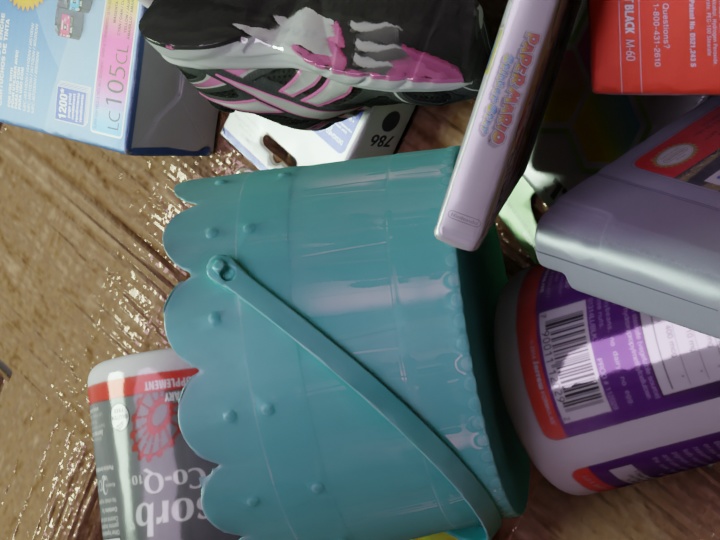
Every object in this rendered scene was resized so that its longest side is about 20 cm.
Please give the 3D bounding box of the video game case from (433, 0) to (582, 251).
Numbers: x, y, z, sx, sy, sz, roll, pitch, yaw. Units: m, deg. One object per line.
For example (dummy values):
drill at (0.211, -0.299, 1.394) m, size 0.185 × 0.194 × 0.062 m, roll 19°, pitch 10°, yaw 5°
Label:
video game case at (0.082, -0.114, 0.984) m, size 0.023 × 0.200 × 0.183 m, roll 19°, pitch 105°, yaw 6°

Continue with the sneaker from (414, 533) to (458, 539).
sneaker at (0.015, 0.147, 1.204) m, size 0.105 × 0.075 × 0.201 m, roll 28°, pitch 101°, yaw 52°

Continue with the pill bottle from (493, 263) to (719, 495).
pill bottle at (0.170, 0.027, 1.012) m, size 0.199 × 0.111 × 0.112 m, roll -18°, pitch 77°, yaw 28°

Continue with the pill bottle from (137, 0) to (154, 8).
pill bottle at (-0.090, -0.248, 1.251) m, size 0.114 × 0.114 × 0.201 m, roll -37°, pitch 49°, yaw 36°

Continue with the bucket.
bucket at (-0.001, 0.040, 1.060) m, size 0.134 × 0.207 × 0.209 m, roll -10°, pitch 81°, yaw 11°

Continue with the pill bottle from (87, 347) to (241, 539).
pill bottle at (-0.088, 0.147, 1.261) m, size 0.115 × 0.115 × 0.202 m, roll -13°, pitch 81°, yaw 42°

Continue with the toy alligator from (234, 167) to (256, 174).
toy alligator at (0.000, 0.000, 1.190) m, size 0.199 × 0.054 × 0.060 m, roll 23°, pitch 135°, yaw 24°

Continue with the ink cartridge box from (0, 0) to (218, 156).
ink cartridge box at (-0.172, -0.151, 1.374) m, size 0.199 × 0.076 × 0.138 m, roll 15°, pitch 100°, yaw 44°

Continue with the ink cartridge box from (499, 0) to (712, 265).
ink cartridge box at (0.124, -0.076, 1.102) m, size 0.104 × 0.059 × 0.200 m, roll 53°, pitch 122°, yaw 30°

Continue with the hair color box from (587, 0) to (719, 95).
hair color box at (0.205, -0.112, 0.942) m, size 0.198 × 0.111 × 0.064 m, roll 1°, pitch 105°, yaw 22°

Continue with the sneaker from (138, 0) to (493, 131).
sneaker at (-0.013, -0.113, 1.175) m, size 0.199 × 0.086 × 0.081 m, roll 13°, pitch 62°, yaw 32°

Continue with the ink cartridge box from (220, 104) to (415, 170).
ink cartridge box at (-0.001, -0.135, 1.236) m, size 0.099 × 0.039 × 0.201 m, roll 43°, pitch 116°, yaw 35°

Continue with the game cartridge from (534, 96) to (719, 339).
game cartridge at (0.187, -0.040, 0.951) m, size 0.133 × 0.199 × 0.041 m, roll 24°, pitch 136°, yaw 45°
